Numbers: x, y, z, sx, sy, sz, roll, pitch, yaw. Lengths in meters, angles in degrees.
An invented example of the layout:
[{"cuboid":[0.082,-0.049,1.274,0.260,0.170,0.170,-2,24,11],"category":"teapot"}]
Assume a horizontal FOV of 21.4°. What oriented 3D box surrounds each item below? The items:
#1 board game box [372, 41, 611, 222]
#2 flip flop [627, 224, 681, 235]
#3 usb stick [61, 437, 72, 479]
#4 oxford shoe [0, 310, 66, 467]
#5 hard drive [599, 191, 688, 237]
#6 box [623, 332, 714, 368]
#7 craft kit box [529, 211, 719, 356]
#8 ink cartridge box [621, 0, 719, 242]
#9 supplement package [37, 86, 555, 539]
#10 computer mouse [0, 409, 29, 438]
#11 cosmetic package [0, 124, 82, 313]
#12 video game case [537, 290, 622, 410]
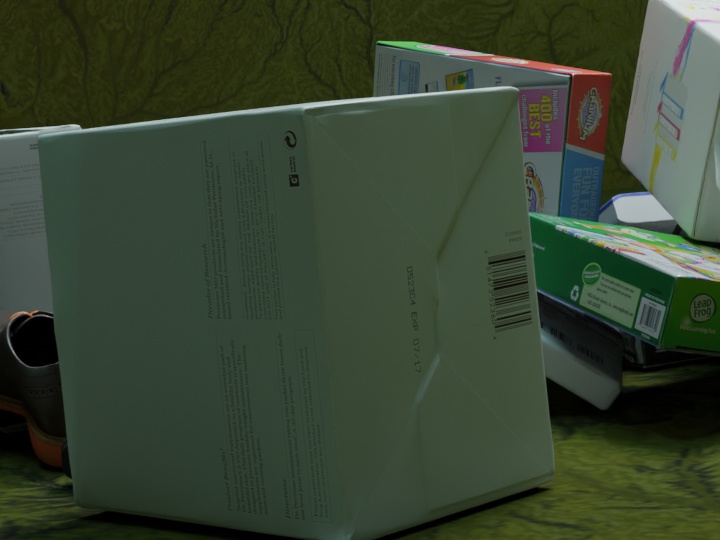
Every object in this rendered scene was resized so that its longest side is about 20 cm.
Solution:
[{"cuboid":[0.085,-0.076,1.347,0.040,0.154,0.200,-6,16,-41],"category":"board game box"},{"cuboid":[0.273,-0.028,1.306,0.199,0.058,0.081,-1,7,24],"category":"flip flop"},{"cuboid":[-0.090,0.090,1.103,0.055,0.033,0.200,-11,1,37],"category":"usb stick"},{"cuboid":[-0.194,0.051,1.171,0.071,0.073,0.200,-17,24,-24],"category":"oxford shoe"},{"cuboid":[0.204,-0.011,1.471,0.131,0.025,0.200,-5,-21,-25],"category":"hard drive"},{"cuboid":[0.223,0.027,1.359,0.157,0.050,0.200,-7,5,-19],"category":"box"},{"cuboid":[0.210,0.014,1.099,0.197,0.049,0.200,11,8,-24],"category":"craft kit box"},{"cuboid":[0.262,-0.095,1.226,0.128,0.126,0.200,4,18,-10],"category":"ink cartridge box"},{"cuboid":[-0.033,0.017,0.923,0.147,0.192,0.199,-9,6,-43],"category":"supplement package"},{"cuboid":[-0.263,0.080,1.263,0.199,0.046,0.140,-18,28,-26],"category":"computer mouse"},{"cuboid":[-0.232,-0.004,1.409,0.081,0.201,0.113,-6,2,-7],"category":"cosmetic package"},{"cuboid":[0.073,-0.001,1.178,0.199,0.023,0.182,30,19,-2],"category":"video game case"}]
